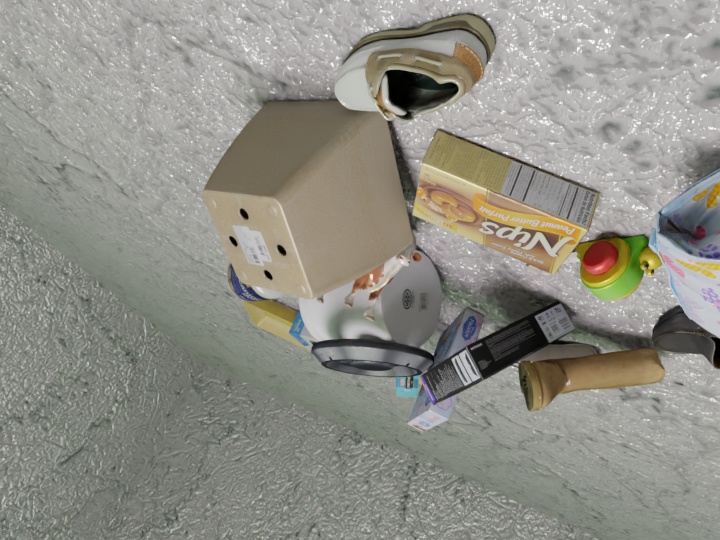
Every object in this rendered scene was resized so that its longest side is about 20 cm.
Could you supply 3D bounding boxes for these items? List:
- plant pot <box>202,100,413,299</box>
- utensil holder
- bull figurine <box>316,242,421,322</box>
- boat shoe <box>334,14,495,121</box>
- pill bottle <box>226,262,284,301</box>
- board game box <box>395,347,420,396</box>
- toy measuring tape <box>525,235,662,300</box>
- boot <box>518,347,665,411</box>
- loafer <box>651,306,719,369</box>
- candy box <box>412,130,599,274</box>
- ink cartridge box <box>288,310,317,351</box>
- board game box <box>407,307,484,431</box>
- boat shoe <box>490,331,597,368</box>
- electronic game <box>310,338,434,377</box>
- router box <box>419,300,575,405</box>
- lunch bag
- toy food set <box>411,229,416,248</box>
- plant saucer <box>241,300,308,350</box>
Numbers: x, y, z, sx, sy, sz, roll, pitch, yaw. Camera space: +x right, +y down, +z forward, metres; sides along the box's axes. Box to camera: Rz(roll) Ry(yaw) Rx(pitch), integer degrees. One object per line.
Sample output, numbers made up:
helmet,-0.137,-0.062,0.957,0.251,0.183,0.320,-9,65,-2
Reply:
plant pot,-0.074,-0.079,0.718,0.197,0.177,0.203,10,131,35
utensil holder,0.016,0.046,0.983,0.197,0.172,0.170,-1,145,47
bull figurine,0.000,0.000,0.853,0.198,0.123,0.065,13,161,48
boat shoe,0.036,-0.191,0.571,0.198,0.069,0.075,-1,145,50
pill bottle,-0.203,0.006,1.221,0.110,0.113,0.198,37,156,-24
board game box,0.094,0.146,1.124,0.046,0.154,0.201,1,155,5
toy measuring tape,0.279,0.004,0.713,0.073,0.075,0.199,36,156,-22
boot,0.332,0.148,0.824,0.195,0.068,0.175,-8,180,12
loafer,0.435,0.084,0.699,0.072,0.073,0.200,29,159,-8
candy box,0.165,-0.078,0.685,0.196,0.056,0.116,23,158,9
ink cartridge box,-0.061,0.174,1.459,0.197,0.085,0.145,7,150,41
board game box,0.160,0.196,1.095,0.040,0.203,0.201,24,159,3
boat shoe,0.316,0.154,1.002,0.196,0.068,0.057,7,146,35
electronic game,0.019,0.136,0.905,0.195,0.043,0.201,4,162,1
router box,0.207,0.128,0.882,0.053,0.197,0.158,62,150,15
lunch bag,0.372,-0.014,0.495,0.197,0.129,0.169,-8,143,40
toy food set,-0.020,-0.087,0.874,0.197,0.061,0.144,11,153,36
plant saucer,-0.225,0.141,1.627,0.196,0.049,0.201,22,157,12
